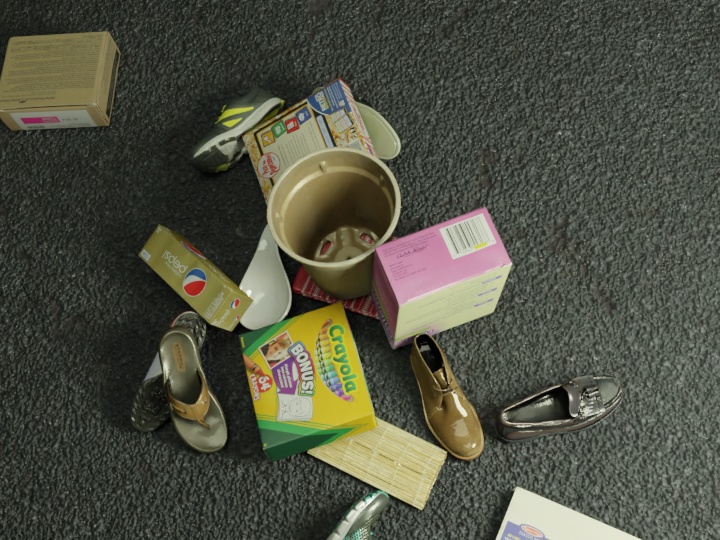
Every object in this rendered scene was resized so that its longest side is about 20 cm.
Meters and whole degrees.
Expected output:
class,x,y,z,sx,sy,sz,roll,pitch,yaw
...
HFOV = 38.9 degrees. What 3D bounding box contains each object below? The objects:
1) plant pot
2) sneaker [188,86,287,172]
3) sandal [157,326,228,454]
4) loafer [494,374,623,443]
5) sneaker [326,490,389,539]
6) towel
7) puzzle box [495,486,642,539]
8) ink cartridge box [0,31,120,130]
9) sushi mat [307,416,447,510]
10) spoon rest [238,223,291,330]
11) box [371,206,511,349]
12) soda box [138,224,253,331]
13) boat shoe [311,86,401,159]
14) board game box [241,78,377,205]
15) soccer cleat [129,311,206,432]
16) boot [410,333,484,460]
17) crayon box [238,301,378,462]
class,x,y,z,sx,sy,sz,roll,pitch,yaw
plant pot,-0.027,-0.053,1.559,0.197,0.184,0.203,-4,62,7
sneaker,-0.222,-0.246,1.779,0.199,0.075,0.085,-36,58,-19
sandal,-0.256,0.183,1.544,0.081,0.055,0.203,-14,91,-10
loafer,0.290,0.199,1.481,0.198,0.063,0.073,-19,63,0
sneaker,-0.012,0.405,1.438,0.091,0.078,0.201,37,78,6
towel,0.000,0.000,1.646,0.198,0.023,0.146,17,69,16
puzzle box,0.283,0.399,1.408,0.198,0.025,0.134,21,70,18
ink cartridge box,-0.553,-0.347,1.870,0.197,0.075,0.167,-1,66,8
sushi mat,0.024,0.270,1.518,0.198,0.012,0.096,23,71,19
spoon rest,-0.148,0.003,1.644,0.098,0.061,0.202,0,63,19
box,0.114,0.015,1.506,0.174,0.200,0.098,-20,69,-8
soda box,-0.265,0.012,1.636,0.200,0.068,0.064,40,95,30
boat shoe,0.005,-0.256,1.745,0.198,0.075,0.066,31,30,28
board game box,-0.085,-0.203,1.700,0.198,0.046,0.153,-27,71,16
soccer cleat,-0.301,0.158,1.604,0.068,0.073,0.202,25,86,-12
boot,0.122,0.185,1.509,0.073,0.076,0.202,-23,64,-4
crayon box,-0.081,0.166,1.549,0.170,0.058,0.202,-19,57,1
